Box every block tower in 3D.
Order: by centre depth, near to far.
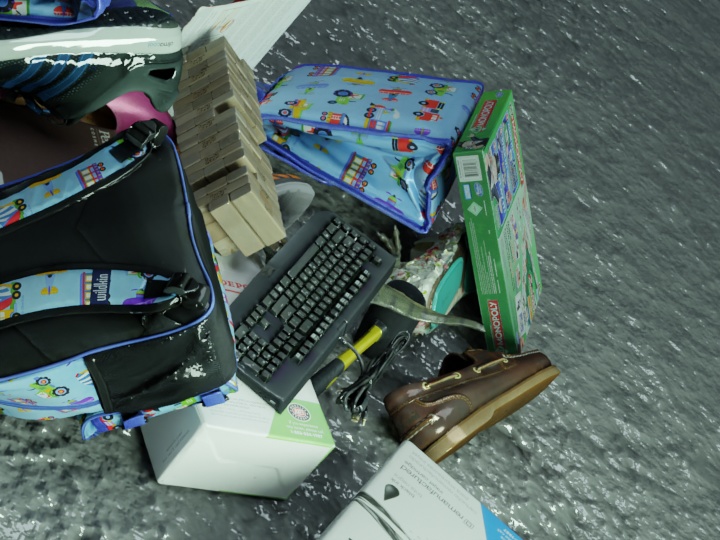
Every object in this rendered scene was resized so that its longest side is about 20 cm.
[{"bbox_3d":[-0.104,-0.097,1.382,0.058,0.054,0.201,54,15,-40],"label":"block tower"}]

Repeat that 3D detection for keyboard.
[{"bbox_3d":[-0.022,0.038,1.318,0.127,0.021,0.200,41,40,-1],"label":"keyboard"}]

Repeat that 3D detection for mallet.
[{"bbox_3d":[-0.018,0.078,1.420,0.041,0.066,0.200,39,45,10],"label":"mallet"}]

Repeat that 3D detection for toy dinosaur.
[{"bbox_3d":[0.000,0.000,1.422,0.199,0.048,0.088,17,32,-23],"label":"toy dinosaur"}]

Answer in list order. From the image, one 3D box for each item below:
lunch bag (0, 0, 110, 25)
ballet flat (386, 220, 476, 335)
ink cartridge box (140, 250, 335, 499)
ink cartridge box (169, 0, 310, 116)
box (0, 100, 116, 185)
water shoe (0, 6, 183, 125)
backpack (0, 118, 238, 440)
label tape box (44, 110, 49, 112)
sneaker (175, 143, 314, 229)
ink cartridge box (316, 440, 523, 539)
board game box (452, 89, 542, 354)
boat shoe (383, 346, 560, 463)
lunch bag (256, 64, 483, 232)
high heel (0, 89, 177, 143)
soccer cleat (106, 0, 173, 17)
[{"bbox_3d":[-0.253,-0.228,1.313,0.199,0.095,0.151,13,26,-3],"label":"lunch bag"},{"bbox_3d":[0.065,-0.002,1.579,0.064,0.076,0.200,10,19,19],"label":"ballet flat"},{"bbox_3d":[-0.108,0.061,1.307,0.117,0.067,0.201,14,40,-37],"label":"ink cartridge box"},{"bbox_3d":[-0.132,-0.194,1.524,0.050,0.162,0.200,51,33,10],"label":"ink cartridge box"},{"bbox_3d":[-0.266,-0.065,1.295,0.199,0.075,0.101,14,45,-38],"label":"box"},{"bbox_3d":[-0.222,-0.138,1.288,0.199,0.079,0.072,-6,23,-14],"label":"water shoe"},{"bbox_3d":[-0.192,0.021,1.191,0.199,0.135,0.183,-18,53,-2],"label":"backpack"},{"bbox_3d":[-0.306,-0.171,1.405,0.144,0.063,0.201,4,45,-43],"label":"label tape box"},{"bbox_3d":[-0.128,-0.075,1.455,0.199,0.078,0.112,-9,56,-51],"label":"sneaker"},{"bbox_3d":[0.027,0.226,1.219,0.146,0.084,0.200,41,30,3],"label":"ink cartridge box"},{"bbox_3d":[0.123,-0.039,1.591,0.029,0.201,0.135,-4,26,17],"label":"board game box"},{"bbox_3d":[0.092,0.095,1.471,0.070,0.070,0.200,51,33,12],"label":"boat shoe"},{"bbox_3d":[-0.007,-0.132,1.619,0.199,0.095,0.151,19,29,7],"label":"lunch bag"},{"bbox_3d":[-0.233,-0.117,1.357,0.199,0.067,0.097,27,64,-18],"label":"high heel"},{"bbox_3d":[-0.190,-0.182,1.460,0.083,0.065,0.200,-9,5,-12],"label":"soccer cleat"}]
